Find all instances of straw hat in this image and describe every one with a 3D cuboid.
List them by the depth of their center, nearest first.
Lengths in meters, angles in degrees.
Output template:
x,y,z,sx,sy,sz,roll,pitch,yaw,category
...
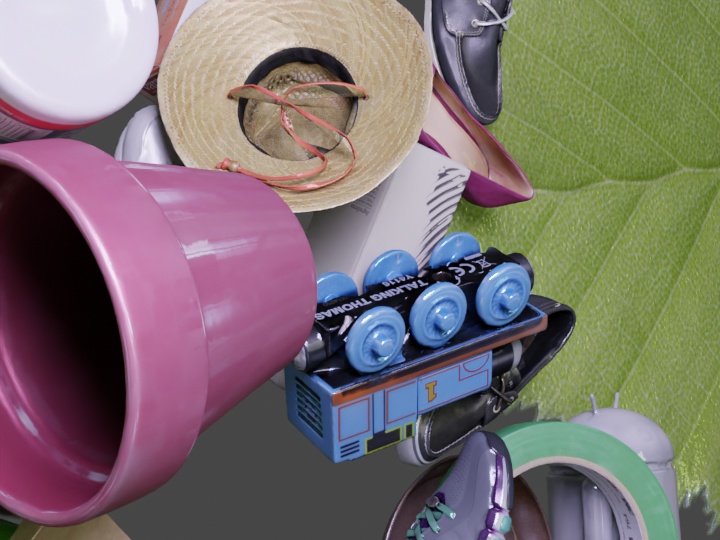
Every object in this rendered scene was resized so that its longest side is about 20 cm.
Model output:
x,y,z,sx,sy,sz,roll,pitch,yaw,category
-0.042,-0.103,0.898,0.085,0.199,0.202,83,29,-59,straw hat

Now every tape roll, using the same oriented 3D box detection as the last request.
x,y,z,sx,sy,sz,roll,pitch,yaw,category
0.148,0.220,1.014,0.198,0.048,0.203,1,85,-12,tape roll

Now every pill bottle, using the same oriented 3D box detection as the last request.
x,y,z,sx,sy,sz,roll,pitch,yaw,category
-0.215,-0.121,0.752,0.119,0.199,0.121,10,74,-39,pill bottle

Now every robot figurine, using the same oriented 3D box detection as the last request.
x,y,z,sx,sy,sz,roll,pitch,yaw,category
0.219,0.208,1.131,0.169,0.112,0.202,17,69,-72,robot figurine

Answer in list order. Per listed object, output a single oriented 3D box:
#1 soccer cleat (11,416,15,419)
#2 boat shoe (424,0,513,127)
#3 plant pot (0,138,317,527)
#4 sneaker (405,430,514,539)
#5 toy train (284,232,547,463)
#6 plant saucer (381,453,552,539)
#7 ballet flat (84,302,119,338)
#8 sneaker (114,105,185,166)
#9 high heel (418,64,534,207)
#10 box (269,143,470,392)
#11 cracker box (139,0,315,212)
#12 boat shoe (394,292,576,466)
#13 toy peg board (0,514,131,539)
x,y,z,sx,sy,sz,roll,pitch,yaw,category
-0.196,0.109,0.813,0.199,0.083,0.065,-8,90,-40,soccer cleat
0.098,-0.224,1.123,0.071,0.067,0.202,-3,87,-42,boat shoe
-0.128,0.020,0.739,0.178,0.199,0.202,-18,95,-50,plant pot
0.048,0.207,0.928,0.087,0.074,0.202,17,81,-16,sneaker
0.037,0.049,0.897,0.198,0.087,0.115,-18,123,-29,toy train
0.081,0.251,1.061,0.199,0.034,0.203,7,79,-40,plant saucer
-0.210,0.028,0.830,0.199,0.072,0.072,37,62,-22,ballet flat
-0.109,-0.019,0.895,0.077,0.099,0.202,-16,94,-40,sneaker
0.078,-0.117,1.015,0.200,0.095,0.068,54,51,-60,high heel
0.000,0.000,0.954,0.068,0.082,0.202,19,96,-37,box
-0.064,-0.149,0.979,0.199,0.057,0.135,33,66,-32,cracker box
0.097,0.077,0.992,0.200,0.056,0.069,-44,127,-39,boat shoe
-0.206,0.258,0.794,0.201,0.097,0.200,-58,135,-29,toy peg board
